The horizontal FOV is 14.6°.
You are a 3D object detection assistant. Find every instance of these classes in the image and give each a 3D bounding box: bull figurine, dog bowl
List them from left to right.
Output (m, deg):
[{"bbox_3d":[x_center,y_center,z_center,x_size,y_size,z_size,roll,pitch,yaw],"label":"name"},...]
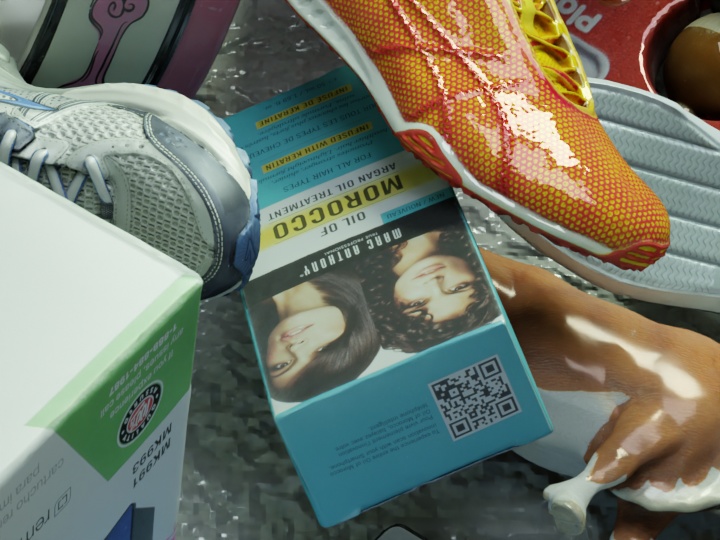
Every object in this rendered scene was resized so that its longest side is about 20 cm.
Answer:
[{"bbox_3d":[-0.093,-0.139,1.075,0.074,0.200,0.200,15,41,-21],"label":"dog bowl"},{"bbox_3d":[0.083,0.051,0.977,0.200,0.065,0.121,21,46,30],"label":"bull figurine"}]

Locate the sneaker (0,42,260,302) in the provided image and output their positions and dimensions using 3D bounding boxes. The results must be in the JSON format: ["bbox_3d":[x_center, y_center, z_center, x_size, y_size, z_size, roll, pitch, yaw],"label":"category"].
[{"bbox_3d":[-0.124,-0.030,0.958,0.200,0.077,0.085,20,26,31],"label":"sneaker"}]

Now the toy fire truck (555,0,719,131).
[{"bbox_3d":[0.122,-0.102,1.132,0.200,0.112,0.168,37,75,28],"label":"toy fire truck"}]

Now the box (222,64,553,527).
[{"bbox_3d":[0.000,0.000,0.969,0.082,0.049,0.200,-23,32,2],"label":"box"}]

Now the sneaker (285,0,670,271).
[{"bbox_3d":[0.040,-0.078,0.962,0.200,0.077,0.073,49,20,24],"label":"sneaker"}]

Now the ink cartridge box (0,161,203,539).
[{"bbox_3d":[-0.124,0.092,0.819,0.087,0.200,0.145,29,47,17],"label":"ink cartridge box"}]

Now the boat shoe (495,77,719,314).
[{"bbox_3d":[0.129,-0.013,1.046,0.200,0.067,0.074,24,83,-3],"label":"boat shoe"}]

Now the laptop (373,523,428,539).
[{"bbox_3d":[0.032,0.146,0.842,0.187,0.116,0.200,31,49,22],"label":"laptop"}]
